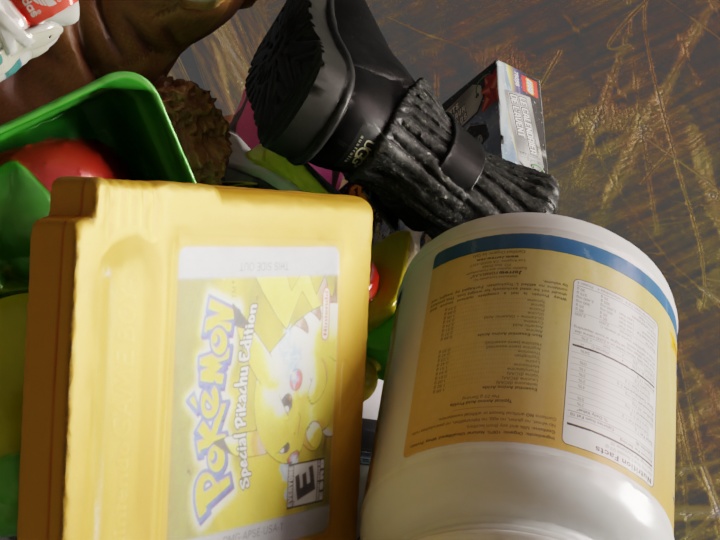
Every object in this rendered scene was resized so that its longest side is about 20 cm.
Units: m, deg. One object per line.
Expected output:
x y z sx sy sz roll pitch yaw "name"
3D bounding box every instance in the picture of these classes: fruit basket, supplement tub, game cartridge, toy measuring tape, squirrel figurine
-0.122 0.033 0.676 0.216 0.155 0.216 60 -11 20 "fruit basket"
0.078 0.088 0.746 0.145 0.144 0.200 60 30 -43 "supplement tub"
-0.061 0.053 0.645 0.200 0.032 0.177 -1 95 -60 "game cartridge"
0.000 0.000 0.886 0.200 0.073 0.074 -79 149 -47 "toy measuring tape"
-0.137 -0.109 0.873 0.142 0.186 0.200 -18 83 -85 "squirrel figurine"

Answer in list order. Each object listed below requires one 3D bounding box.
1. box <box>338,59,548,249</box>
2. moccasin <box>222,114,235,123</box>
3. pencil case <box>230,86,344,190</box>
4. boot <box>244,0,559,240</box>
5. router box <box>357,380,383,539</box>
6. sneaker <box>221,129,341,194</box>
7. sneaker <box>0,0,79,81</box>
0.040 -0.022 0.982 0.040 0.200 0.137 20 52 -30 "box"
-0.130 -0.080 1.174 0.201 0.078 0.074 -178 -90 -70 "moccasin"
-0.076 -0.031 1.035 0.094 0.200 0.091 23 -7 31 "pencil case"
0.020 -0.084 0.866 0.158 0.079 0.211 27 28 -20 "boot"
0.001 0.111 0.856 0.179 0.049 0.200 11 35 -34 "router box"
-0.085 -0.034 0.908 0.074 0.085 0.200 46 -16 -26 "sneaker"
-0.184 -0.114 0.707 0.070 0.093 0.200 62 27 -19 "sneaker"
